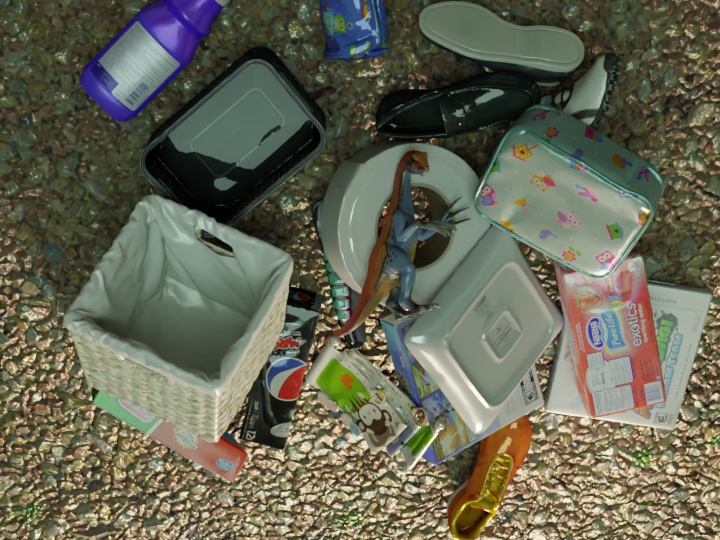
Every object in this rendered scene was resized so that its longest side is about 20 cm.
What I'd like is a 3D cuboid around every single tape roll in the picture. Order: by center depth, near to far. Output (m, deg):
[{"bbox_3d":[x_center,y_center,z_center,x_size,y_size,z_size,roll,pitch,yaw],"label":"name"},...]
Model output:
[{"bbox_3d":[0.054,-0.057,1.417,0.201,0.071,0.204,-3,100,-19],"label":"tape roll"}]

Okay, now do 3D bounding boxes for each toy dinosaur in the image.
[{"bbox_3d":[0.043,-0.038,1.335,0.198,0.105,0.183,-15,86,-7],"label":"toy dinosaur"}]

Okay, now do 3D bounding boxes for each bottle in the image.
[{"bbox_3d":[-0.236,-0.267,1.368,0.200,0.065,0.084,-43,106,12],"label":"bottle"}]

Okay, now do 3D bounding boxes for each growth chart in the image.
[{"bbox_3d":[0.011,0.172,1.490,0.200,0.018,0.145,39,137,16],"label":"growth chart"}]

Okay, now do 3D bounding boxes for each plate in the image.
[{"bbox_3d":[0.165,0.075,1.440,0.200,0.032,0.200,-49,126,-16],"label":"plate"}]

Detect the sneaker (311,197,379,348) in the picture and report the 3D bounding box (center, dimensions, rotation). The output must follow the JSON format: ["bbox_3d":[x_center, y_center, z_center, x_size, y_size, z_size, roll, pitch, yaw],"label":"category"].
[{"bbox_3d":[0.000,0.000,1.471,0.087,0.074,0.202,-14,109,-2],"label":"sneaker"}]

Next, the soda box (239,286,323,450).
[{"bbox_3d":[-0.102,0.125,1.510,0.063,0.071,0.202,14,109,-3],"label":"soda box"}]

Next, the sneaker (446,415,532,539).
[{"bbox_3d":[0.180,0.281,1.573,0.072,0.077,0.201,19,109,-13],"label":"sneaker"}]

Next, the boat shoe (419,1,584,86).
[{"bbox_3d":[0.162,-0.265,1.385,0.198,0.060,0.074,9,67,-6],"label":"boat shoe"}]

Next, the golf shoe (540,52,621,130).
[{"bbox_3d":[0.234,-0.183,1.379,0.094,0.078,0.201,27,134,0],"label":"golf shoe"}]

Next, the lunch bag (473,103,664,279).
[{"bbox_3d":[0.235,-0.089,1.355,0.199,0.077,0.161,31,138,7],"label":"lunch bag"}]

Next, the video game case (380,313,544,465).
[{"bbox_3d":[0.132,0.118,1.492,0.180,0.045,0.201,-25,111,-24],"label":"video game case"}]

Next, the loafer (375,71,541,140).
[{"bbox_3d":[0.113,-0.186,1.378,0.199,0.071,0.068,-5,125,20],"label":"loafer"}]

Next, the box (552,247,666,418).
[{"bbox_3d":[0.310,0.070,1.469,0.102,0.095,0.202,-14,109,3],"label":"box"}]

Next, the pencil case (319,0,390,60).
[{"bbox_3d":[-0.010,-0.340,1.340,0.078,0.087,0.202,-18,114,-31],"label":"pencil case"}]

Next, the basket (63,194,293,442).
[{"bbox_3d":[-0.203,0.056,1.353,0.197,0.201,0.161,23,149,8],"label":"basket"}]

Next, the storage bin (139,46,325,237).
[{"bbox_3d":[-0.150,-0.154,1.398,0.200,0.094,0.135,-38,106,10],"label":"storage bin"}]

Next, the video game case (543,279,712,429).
[{"bbox_3d":[0.351,0.107,1.545,0.180,0.024,0.202,8,110,-5],"label":"video game case"}]

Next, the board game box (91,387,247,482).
[{"bbox_3d":[-0.246,0.191,1.487,0.199,0.153,0.041,32,84,-13],"label":"board game box"}]
